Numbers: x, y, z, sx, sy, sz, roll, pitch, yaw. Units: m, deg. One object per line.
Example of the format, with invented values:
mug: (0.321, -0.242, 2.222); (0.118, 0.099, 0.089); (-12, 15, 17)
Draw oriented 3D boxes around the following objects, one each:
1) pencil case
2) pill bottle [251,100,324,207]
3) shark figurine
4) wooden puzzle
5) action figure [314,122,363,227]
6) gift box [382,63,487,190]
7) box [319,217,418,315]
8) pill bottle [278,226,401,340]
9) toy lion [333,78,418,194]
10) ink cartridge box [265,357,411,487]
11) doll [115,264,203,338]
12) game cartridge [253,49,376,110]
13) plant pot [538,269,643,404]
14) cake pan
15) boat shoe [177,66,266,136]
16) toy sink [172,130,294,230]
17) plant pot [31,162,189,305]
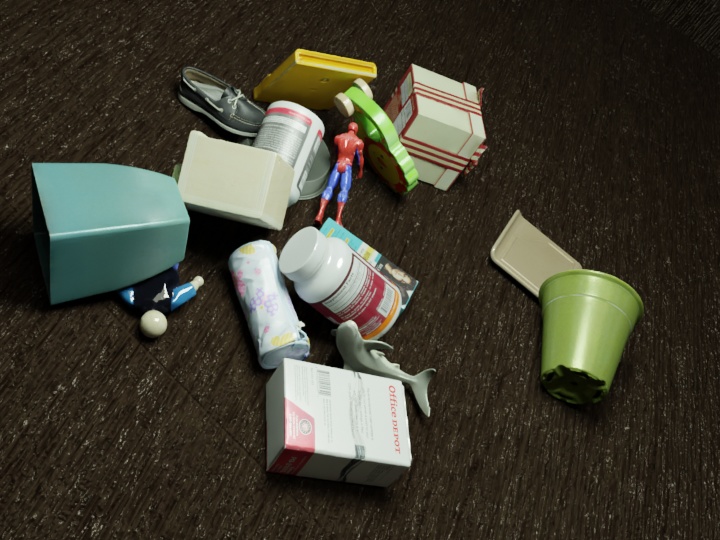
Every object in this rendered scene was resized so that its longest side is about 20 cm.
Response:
pencil case: (-0.144, 0.052, 1.290); (0.082, 0.091, 0.202); (-3, 55, -33)
pill bottle: (-0.144, -0.180, 1.433); (0.109, 0.111, 0.203); (24, 71, -13)
shark figurine: (0.014, 0.162, 1.330); (0.213, 0.127, 0.090); (37, 66, -26)
wooden puzzle: (0.366, -0.013, 1.722); (0.200, 0.037, 0.185); (43, 43, -1)
action figure: (-0.033, -0.173, 1.543); (0.064, 0.099, 0.203); (12, 79, 8)
gift box: (0.161, -0.296, 1.710); (0.184, 0.200, 0.187); (16, 52, -23)
box: (0.000, 0.000, 1.457); (0.199, 0.049, 0.083); (35, 43, -2)
pill bottle: (-0.033, 0.021, 1.323); (0.200, 0.112, 0.114); (40, 36, -34)
toy lion: (0.038, -0.242, 1.594); (0.068, 0.201, 0.192); (-38, 67, -14)
ink cartridge box: (-0.034, 0.226, 1.218); (0.197, 0.085, 0.147); (14, 48, -22)
doll: (-0.305, 0.011, 1.248); (0.134, 0.049, 0.202); (7, 51, -16)
game cartridge: (-0.092, -0.365, 1.603); (0.174, 0.199, 0.033); (2, 81, -31)
plant pot: (0.411, 0.136, 1.530); (0.198, 0.200, 0.192); (28, 55, -9)
cake pan: (-0.141, -0.222, 1.562); (0.197, 0.037, 0.203); (18, 47, -20)
boat shoe: (-0.248, -0.311, 1.518); (0.198, 0.061, 0.074); (30, 47, 13)
toy sink: (-0.219, -0.146, 1.309); (0.197, 0.130, 0.114); (13, 86, 10)
plant pot: (-0.354, -0.063, 1.182); (0.197, 0.142, 0.142); (-9, 53, -28)
